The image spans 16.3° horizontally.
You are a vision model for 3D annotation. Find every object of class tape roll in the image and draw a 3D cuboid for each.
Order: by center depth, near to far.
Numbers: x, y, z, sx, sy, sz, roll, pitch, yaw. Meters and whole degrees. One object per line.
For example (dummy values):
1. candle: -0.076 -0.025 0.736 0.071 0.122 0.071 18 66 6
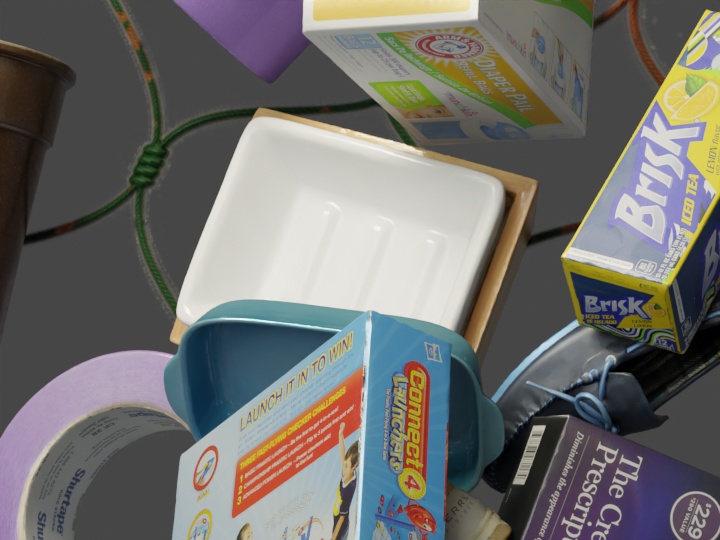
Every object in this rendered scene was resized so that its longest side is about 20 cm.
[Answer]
1. tape roll: -0.133 0.154 1.536 0.200 0.066 0.200 -8 71 23
2. tape roll: -0.106 -0.208 1.572 0.066 0.200 0.200 -47 61 4

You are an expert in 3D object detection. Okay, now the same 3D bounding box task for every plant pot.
1. plant pot: -0.296 -0.045 1.621 0.200 0.200 0.198 5 84 26

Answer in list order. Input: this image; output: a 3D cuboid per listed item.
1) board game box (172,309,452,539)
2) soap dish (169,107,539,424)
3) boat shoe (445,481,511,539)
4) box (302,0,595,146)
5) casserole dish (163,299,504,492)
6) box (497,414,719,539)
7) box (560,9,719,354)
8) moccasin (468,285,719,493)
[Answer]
1. board game box: -0.032 0.152 1.338 0.200 0.056 0.196 -38 38 45
2. soap dish: 0.000 0.000 1.525 0.200 0.081 0.157 16 81 27
3. boat shoe: 0.015 0.145 1.413 0.069 0.200 0.074 48 63 -7
4. box: 0.056 -0.154 1.481 0.112 0.200 0.101 -2 73 24
5. casserole dish: -0.012 0.068 1.431 0.200 0.121 0.039 8 41 14
6. box: 0.131 0.196 1.369 0.141 0.079 0.200 23 82 -10
7. box: 0.190 -0.053 1.426 0.070 0.064 0.200 16 58 28
8. moccasin: 0.149 0.061 1.436 0.200 0.080 0.068 -43 50 7
